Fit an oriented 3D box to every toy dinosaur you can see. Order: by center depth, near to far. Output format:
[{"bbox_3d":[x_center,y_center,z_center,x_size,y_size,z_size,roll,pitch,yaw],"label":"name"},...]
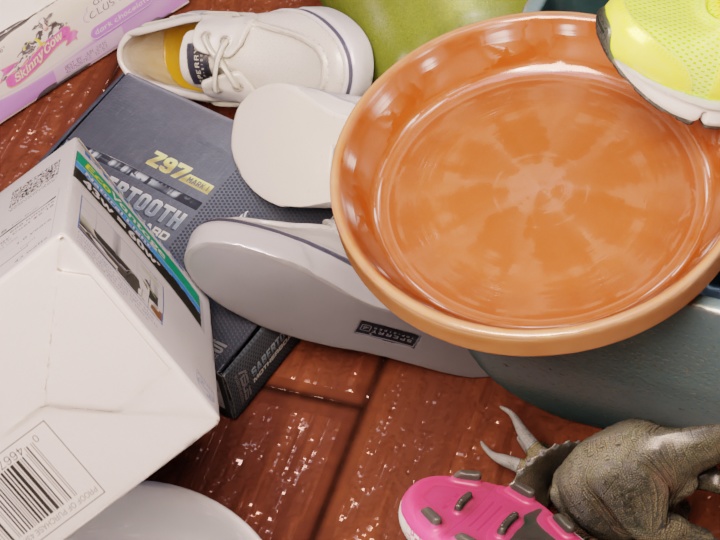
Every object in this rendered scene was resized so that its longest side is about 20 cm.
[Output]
[{"bbox_3d":[0.139,0.112,1.056,0.102,0.200,0.077,29,67,-15],"label":"toy dinosaur"}]

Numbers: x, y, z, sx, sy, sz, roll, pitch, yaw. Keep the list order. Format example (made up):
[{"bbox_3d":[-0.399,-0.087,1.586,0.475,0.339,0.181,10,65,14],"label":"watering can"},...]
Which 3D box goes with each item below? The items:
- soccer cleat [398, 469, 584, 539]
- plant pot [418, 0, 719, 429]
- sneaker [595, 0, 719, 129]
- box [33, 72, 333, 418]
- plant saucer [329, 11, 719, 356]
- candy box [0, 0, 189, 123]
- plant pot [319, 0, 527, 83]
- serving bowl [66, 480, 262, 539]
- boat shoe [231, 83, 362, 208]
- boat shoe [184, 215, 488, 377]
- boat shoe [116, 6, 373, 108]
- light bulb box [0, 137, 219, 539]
[{"bbox_3d":[0.105,0.172,1.039,0.199,0.087,0.070,22,36,17],"label":"soccer cleat"},{"bbox_3d":[0.163,-0.009,1.100,0.195,0.200,0.196,15,57,19],"label":"plant pot"},{"bbox_3d":[0.208,-0.119,0.969,0.199,0.091,0.078,2,49,-11],"label":"sneaker"},{"bbox_3d":[-0.110,-0.020,1.249,0.199,0.051,0.158,27,61,25],"label":"box"},{"bbox_3d":[0.085,-0.041,0.992,0.199,0.032,0.201,-4,52,5],"label":"plant saucer"},{"bbox_3d":[-0.241,-0.211,1.405,0.167,0.072,0.200,-34,55,-17],"label":"candy box"},{"bbox_3d":[0.060,-0.180,1.271,0.199,0.201,0.194,-15,64,-2],"label":"plant pot"},{"bbox_3d":[-0.127,0.209,1.068,0.199,0.066,0.201,-4,53,6],"label":"serving bowl"},{"bbox_3d":[0.006,-0.069,1.181,0.199,0.068,0.072,3,90,48],"label":"boat shoe"},{"bbox_3d":[0.000,0.000,1.166,0.199,0.072,0.066,15,55,-10],"label":"boat shoe"},{"bbox_3d":[-0.077,-0.128,1.271,0.070,0.071,0.199,-13,19,-40],"label":"boat shoe"},{"bbox_3d":[-0.186,0.055,1.073,0.198,0.125,0.200,-36,16,6],"label":"light bulb box"}]
